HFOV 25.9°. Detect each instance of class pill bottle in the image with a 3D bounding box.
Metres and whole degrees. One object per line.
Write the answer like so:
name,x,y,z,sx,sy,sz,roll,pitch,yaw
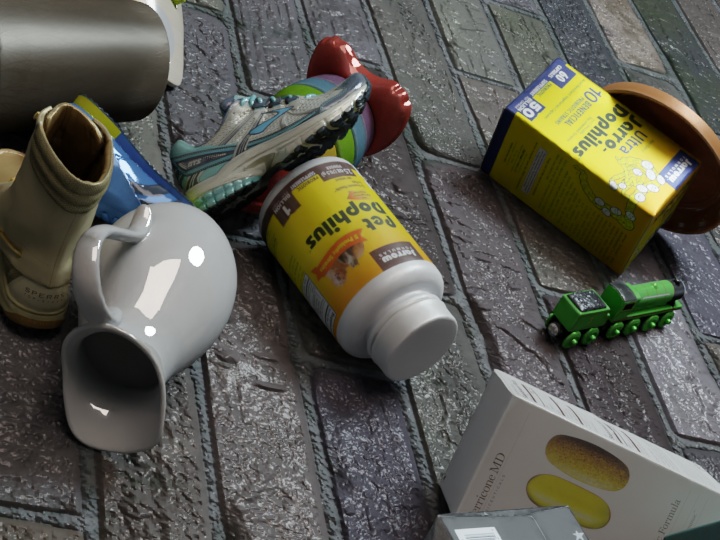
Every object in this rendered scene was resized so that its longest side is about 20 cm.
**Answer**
pill bottle,0.000,0.000,1.393,0.108,0.110,0.200,-7,48,-42

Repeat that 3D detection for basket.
basket,-0.283,-0.195,1.423,0.198,0.137,0.181,-1,45,-43

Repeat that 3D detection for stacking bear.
stacking bear,-0.062,-0.123,1.513,0.121,0.114,0.200,39,45,14

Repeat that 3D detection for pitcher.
pitcher,-0.168,0.012,1.200,0.120,0.173,0.201,3,34,11

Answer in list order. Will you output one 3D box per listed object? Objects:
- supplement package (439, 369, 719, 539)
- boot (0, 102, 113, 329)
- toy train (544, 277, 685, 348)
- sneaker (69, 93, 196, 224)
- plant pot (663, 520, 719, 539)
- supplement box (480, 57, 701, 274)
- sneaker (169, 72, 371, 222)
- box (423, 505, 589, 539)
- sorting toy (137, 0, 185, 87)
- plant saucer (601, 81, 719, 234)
supplement package,0.178,0.178,1.260,0.198,0.115,0.110,25,5,-6
boot,-0.254,-0.074,1.255,0.072,0.156,0.201,8,36,-26
toy train,0.263,0.037,1.592,0.198,0.057,0.042,-9,48,-43
sneaker,-0.203,-0.059,1.367,0.200,0.066,0.079,45,73,-5
plant pot,0.294,0.284,1.140,0.140,0.141,0.203,4,69,-32
supplement box,0.248,-0.115,1.706,0.199,0.110,0.109,38,56,13
sneaker,-0.083,-0.130,1.401,0.087,0.199,0.078,56,-5,8
box,0.120,0.282,1.108,0.131,0.115,0.201,2,41,-33
sorting toy,-0.249,-0.269,1.598,0.198,0.107,0.182,4,60,-33
plant saucer,0.332,-0.127,1.740,0.200,0.201,0.032,38,64,13
